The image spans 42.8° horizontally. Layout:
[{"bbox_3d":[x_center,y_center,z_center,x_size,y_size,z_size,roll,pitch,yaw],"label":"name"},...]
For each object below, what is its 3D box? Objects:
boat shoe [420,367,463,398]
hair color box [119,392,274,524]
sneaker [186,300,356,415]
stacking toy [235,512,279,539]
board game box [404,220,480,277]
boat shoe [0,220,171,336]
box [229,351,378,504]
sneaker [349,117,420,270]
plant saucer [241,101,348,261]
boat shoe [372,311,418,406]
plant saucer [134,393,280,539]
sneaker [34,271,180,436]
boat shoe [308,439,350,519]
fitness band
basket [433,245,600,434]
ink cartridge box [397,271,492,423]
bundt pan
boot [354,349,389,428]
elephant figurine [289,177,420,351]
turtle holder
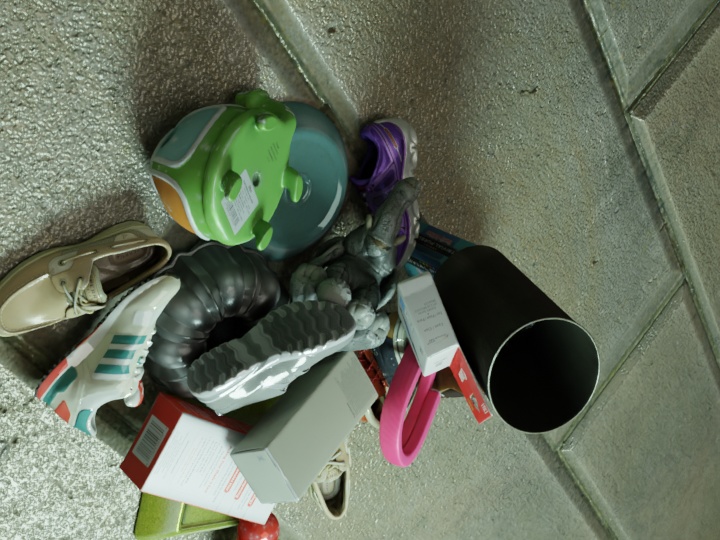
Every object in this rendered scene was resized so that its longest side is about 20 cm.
[{"bbox_3d":[0.158,0.149,1.331,0.070,0.200,0.071,5,80,-26],"label":"boat shoe"},{"bbox_3d":[-0.175,0.227,1.097,0.200,0.061,0.102,32,85,-43],"label":"hair color box"},{"bbox_3d":[-0.096,0.100,1.048,0.199,0.075,0.082,-23,140,-2],"label":"sneaker"},{"bbox_3d":[-0.146,0.396,1.211,0.085,0.085,0.201,-9,129,-38],"label":"stacking toy"},{"bbox_3d":[0.136,0.029,1.284,0.047,0.151,0.200,-45,131,-17],"label":"board game box"},{"bbox_3d":[-0.293,0.012,0.964,0.199,0.065,0.073,-30,125,-28],"label":"boat shoe"},{"bbox_3d":[-0.063,0.185,1.112,0.200,0.068,0.083,-45,111,-46],"label":"box"},{"bbox_3d":[0.026,-0.098,1.202,0.083,0.081,0.202,-9,106,-23],"label":"sneaker"},{"bbox_3d":[-0.085,-0.102,1.117,0.199,0.036,0.201,-17,118,-35],"label":"plant saucer"},{"bbox_3d":[0.049,0.127,1.305,0.201,0.062,0.075,78,30,-48],"label":"boat shoe"},{"bbox_3d":[-0.175,0.256,1.183,0.199,0.048,0.201,3,106,-42],"label":"plant saucer"},{"bbox_3d":[-0.252,0.092,0.993,0.200,0.070,0.093,-44,94,-2],"label":"sneaker"},{"bbox_3d":[-0.044,0.257,1.253,0.072,0.065,0.201,-15,128,-18],"label":"boat shoe"},{"bbox_3d":[0.075,0.172,1.261,0.144,0.037,0.201,80,29,-48],"label":"fitness band"},{"bbox_3d":[0.171,0.067,1.096,0.136,0.200,0.181,-33,129,0],"label":"basket"},{"bbox_3d":[0.097,0.106,1.109,0.044,0.177,0.200,-22,167,-2],"label":"ink cartridge box"},{"bbox_3d":[-0.164,0.072,1.082,0.201,0.076,0.203,-17,123,-29],"label":"bundt pan"},{"bbox_3d":[-0.005,0.123,1.235,0.075,0.107,0.201,-31,124,-25],"label":"boot"},{"bbox_3d":[0.000,0.000,1.150,0.142,0.154,0.201,63,38,-35],"label":"elephant figurine"},{"bbox_3d":[-0.144,-0.123,0.982,0.141,0.131,0.187,28,77,-64],"label":"turtle holder"}]
